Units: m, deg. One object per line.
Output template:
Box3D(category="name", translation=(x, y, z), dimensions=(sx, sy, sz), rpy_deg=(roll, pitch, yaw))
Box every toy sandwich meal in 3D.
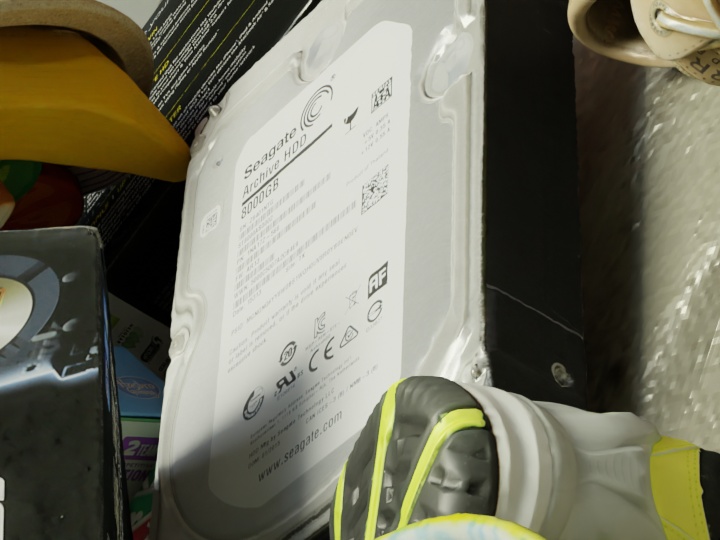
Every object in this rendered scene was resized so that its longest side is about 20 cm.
Box3D(category="toy sandwich meal", translation=(-0.140, -0.008, 0.820), dimensions=(0.205, 0.205, 0.070), rpy_deg=(-44, 68, 34))

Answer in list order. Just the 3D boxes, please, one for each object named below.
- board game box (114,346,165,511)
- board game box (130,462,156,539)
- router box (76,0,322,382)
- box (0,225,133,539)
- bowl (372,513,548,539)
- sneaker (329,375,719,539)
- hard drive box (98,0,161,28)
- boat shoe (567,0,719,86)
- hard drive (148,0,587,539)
Box3D(category="board game box", translation=(-0.151, 0.111, 0.820), dimensions=(0.040, 0.153, 0.200), rpy_deg=(39, 106, 29))
Box3D(category="board game box", translation=(-0.019, 0.042, 0.795), dimensions=(0.200, 0.030, 0.096), rpy_deg=(-55, 23, 7))
Box3D(category="router box", translation=(-0.054, -0.043, 0.939), dimensions=(0.200, 0.051, 0.149), rpy_deg=(-51, 22, 21))
Box3D(category="box", translation=(-0.096, 0.116, 0.651), dimensions=(0.164, 0.086, 0.200), rpy_deg=(90, 176, -46))
Box3D(category="bowl", translation=(0.021, 0.153, 0.454), dimensions=(0.200, 0.108, 0.200), rpy_deg=(-47, 25, 30))
Box3D(category="sneaker", translation=(0.020, 0.095, 0.592), dimensions=(0.200, 0.076, 0.076), rpy_deg=(120, 153, -55))
Box3D(category="hard drive box", translation=(-0.177, -0.071, 1.214), dimensions=(0.200, 0.077, 0.156), rpy_deg=(-6, 57, 63))
Box3D(category="boat shoe", translation=(0.098, -0.069, 0.629), dimensions=(0.065, 0.071, 0.200), rpy_deg=(-65, 12, 0))
Box3D(category="hard drive", translation=(0.000, 0.000, 0.728), dimensions=(0.140, 0.038, 0.200), rpy_deg=(-39, 33, 37))
